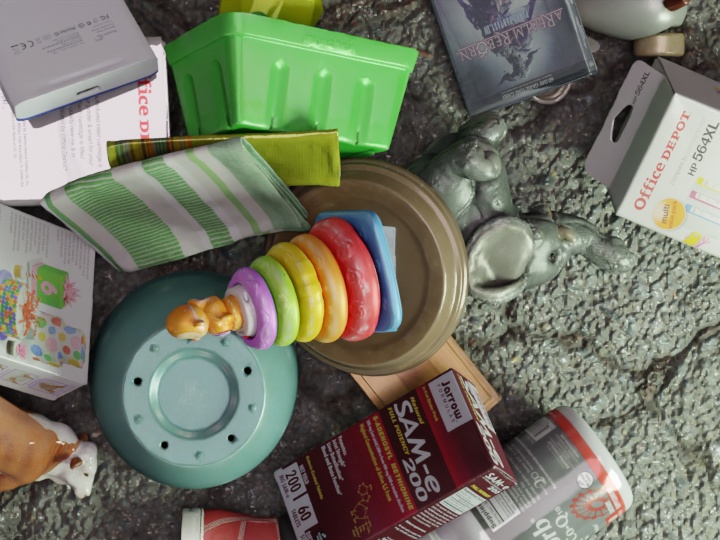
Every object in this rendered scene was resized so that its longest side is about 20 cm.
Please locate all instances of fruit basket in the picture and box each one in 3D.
[{"bbox_3d":[-0.066,-0.205,1.383,0.214,0.155,0.218,5,80,-33],"label":"fruit basket"}]

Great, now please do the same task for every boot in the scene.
[{"bbox_3d":[-0.102,0.326,1.445,0.143,0.072,0.203,5,87,-8],"label":"boot"}]

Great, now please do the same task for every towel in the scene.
[{"bbox_3d":[-0.116,-0.091,1.333,0.197,0.086,0.018,-3,67,-1],"label":"towel"},{"bbox_3d":[-0.160,-0.053,1.357,0.198,0.153,0.024,-11,60,19],"label":"towel"}]

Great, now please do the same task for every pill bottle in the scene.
[{"bbox_3d":[0.144,0.227,1.444,0.199,0.116,0.116,-35,94,-4],"label":"pill bottle"}]

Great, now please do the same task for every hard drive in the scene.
[{"bbox_3d":[-0.278,-0.228,1.369,0.131,0.025,0.201,-22,59,-18],"label":"hard drive"}]

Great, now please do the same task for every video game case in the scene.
[{"bbox_3d":[0.127,-0.256,1.434,0.019,0.142,0.202,-21,94,-50],"label":"video game case"}]

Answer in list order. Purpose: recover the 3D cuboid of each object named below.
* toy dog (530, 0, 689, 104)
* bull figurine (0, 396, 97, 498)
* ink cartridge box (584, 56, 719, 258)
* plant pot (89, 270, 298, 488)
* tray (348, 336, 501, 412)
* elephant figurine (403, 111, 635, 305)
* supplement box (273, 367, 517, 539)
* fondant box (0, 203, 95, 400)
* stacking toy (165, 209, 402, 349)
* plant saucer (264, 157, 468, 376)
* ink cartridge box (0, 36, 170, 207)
[{"bbox_3d":[0.229,-0.245,1.452,0.198,0.096,0.133,-21,93,-5],"label":"toy dog"},{"bbox_3d":[-0.327,0.160,1.388,0.121,0.065,0.200,-38,133,7],"label":"bull figurine"},{"bbox_3d":[0.319,-0.098,1.433,0.198,0.125,0.130,21,111,-6],"label":"ink cartridge box"},{"bbox_3d":[-0.148,0.104,1.388,0.198,0.161,0.203,0,92,-7],"label":"plant pot"},{"bbox_3d":[0.033,0.075,1.469,0.098,0.037,0.201,-39,96,-4],"label":"tray"},{"bbox_3d":[0.128,-0.032,1.431,0.154,0.142,0.201,-24,105,39],"label":"elephant figurine"},{"bbox_3d":[0.030,0.188,1.408,0.199,0.061,0.110,-32,58,13],"label":"supplement box"},{"bbox_3d":[-0.328,0.015,1.342,0.199,0.058,0.146,22,54,-38],"label":"fondant box"},{"bbox_3d":[-0.072,0.024,1.300,0.198,0.116,0.111,-17,99,-28],"label":"stacking toy"},{"bbox_3d":[0.000,0.000,1.396,0.198,0.029,0.203,4,102,20],"label":"plant saucer"},{"bbox_3d":[-0.271,-0.133,1.407,0.198,0.084,0.147,-2,92,-6],"label":"ink cartridge box"}]
